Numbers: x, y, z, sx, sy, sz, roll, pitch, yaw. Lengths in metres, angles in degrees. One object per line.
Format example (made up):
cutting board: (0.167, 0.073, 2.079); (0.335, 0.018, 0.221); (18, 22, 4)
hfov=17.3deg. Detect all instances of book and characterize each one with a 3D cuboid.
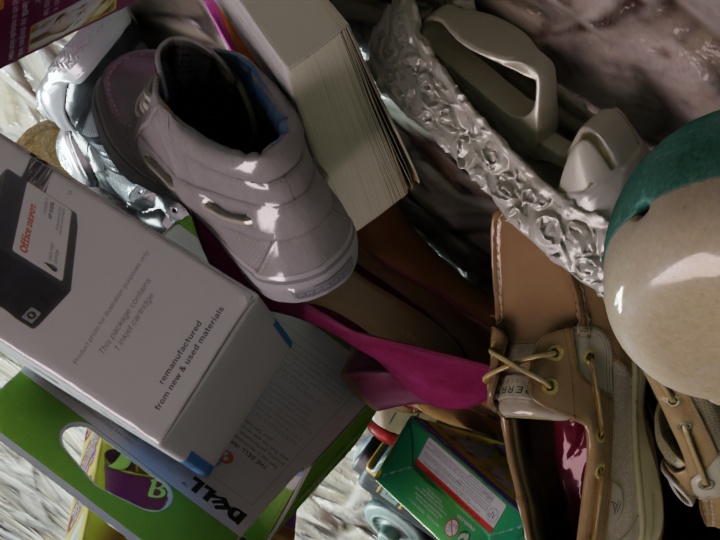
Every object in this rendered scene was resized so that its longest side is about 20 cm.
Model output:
book: (-0.041, -0.109, 1.088); (0.134, 0.048, 0.200); (53, 176, 19)

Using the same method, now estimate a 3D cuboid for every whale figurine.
whale figurine: (0.193, 0.002, 0.965); (0.199, 0.104, 0.159); (22, 143, -23)

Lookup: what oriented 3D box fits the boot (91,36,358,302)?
boot: (-0.071, -0.073, 1.065); (0.200, 0.073, 0.096); (40, 157, 43)

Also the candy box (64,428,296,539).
candy box: (-0.096, 0.130, 1.281); (0.116, 0.200, 0.057); (20, 126, -13)

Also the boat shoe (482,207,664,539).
boat shoe: (0.097, 0.058, 1.156); (0.074, 0.066, 0.201); (-5, 104, 49)

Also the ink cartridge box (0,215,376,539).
ink cartridge box: (-0.097, 0.082, 1.230); (0.148, 0.200, 0.076); (36, 134, 8)

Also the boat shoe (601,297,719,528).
boat shoe: (0.155, 0.059, 1.126); (0.063, 0.073, 0.201); (-12, 142, 6)

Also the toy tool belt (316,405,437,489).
toy tool belt: (-0.049, 0.075, 1.443); (0.200, 0.123, 0.125); (34, -159, 23)

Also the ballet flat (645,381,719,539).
ballet flat: (0.159, 0.103, 1.242); (0.200, 0.066, 0.057); (55, 176, -32)

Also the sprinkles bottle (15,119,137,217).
sprinkles bottle: (-0.155, -0.015, 1.427); (0.200, 0.068, 0.068); (55, 177, 47)

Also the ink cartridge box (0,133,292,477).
ink cartridge box: (-0.142, 0.005, 1.113); (0.200, 0.084, 0.145); (32, 175, 10)

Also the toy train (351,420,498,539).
toy train: (0.084, 0.159, 1.476); (0.200, 0.085, 0.114); (36, 155, 5)

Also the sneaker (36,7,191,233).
sneaker: (-0.114, -0.077, 1.331); (0.114, 0.076, 0.200); (36, 165, 7)

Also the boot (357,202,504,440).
boot: (0.057, 0.025, 1.268); (0.154, 0.074, 0.200); (24, 159, 25)

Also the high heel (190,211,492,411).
high heel: (0.000, 0.000, 1.176); (0.096, 0.068, 0.200); (-13, 139, 35)

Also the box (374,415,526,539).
box: (0.115, 0.146, 1.323); (0.200, 0.048, 0.117); (22, -168, -45)

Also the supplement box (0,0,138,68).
supplement box: (-0.200, -0.153, 1.103); (0.103, 0.199, 0.131); (58, 161, 11)

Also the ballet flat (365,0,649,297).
ballet flat: (0.080, -0.058, 1.031); (0.200, 0.072, 0.072); (41, 161, 17)
